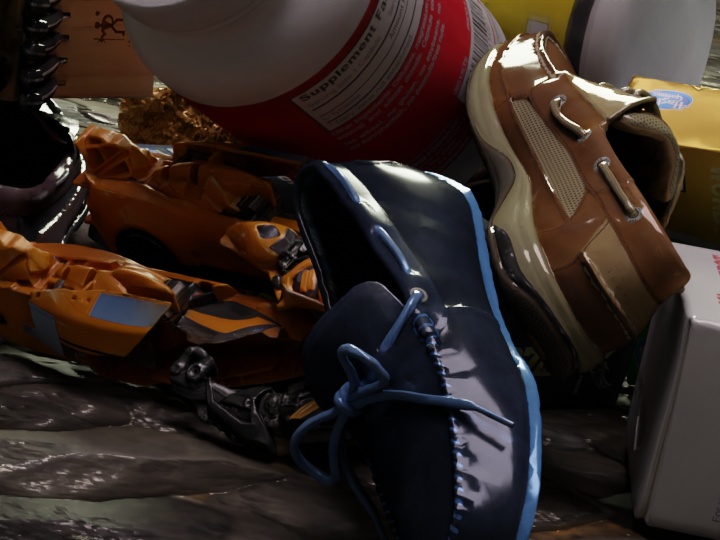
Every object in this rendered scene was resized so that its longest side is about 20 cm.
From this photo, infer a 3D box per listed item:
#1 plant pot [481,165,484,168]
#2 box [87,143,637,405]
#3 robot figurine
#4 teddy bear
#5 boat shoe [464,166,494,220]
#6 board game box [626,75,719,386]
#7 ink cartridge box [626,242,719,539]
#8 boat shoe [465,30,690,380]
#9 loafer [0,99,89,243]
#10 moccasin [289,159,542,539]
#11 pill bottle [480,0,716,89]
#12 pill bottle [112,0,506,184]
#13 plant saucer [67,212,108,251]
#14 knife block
[{"bbox_3d":[0.010,-0.137,1.519,0.200,0.199,0.200,8,12,-2],"label":"plant pot"},{"bbox_3d":[0.000,0.000,1.178,0.158,0.051,0.200,2,20,-40],"label":"box"},{"bbox_3d":[-0.045,0.002,1.036,0.200,0.058,0.145,11,43,31],"label":"robot figurine"},{"bbox_3d":[-0.020,-0.062,1.342,0.200,0.067,0.145,-3,0,-18],"label":"teddy bear"},{"bbox_3d":[0.073,-0.024,1.323,0.059,0.072,0.200,22,6,-14],"label":"boat shoe"},{"bbox_3d":[0.209,0.000,1.136,0.200,0.153,0.040,9,47,19],"label":"board game box"},{"bbox_3d":[0.207,0.060,1.025,0.200,0.088,0.145,10,12,2],"label":"ink cartridge box"},{"bbox_3d":[0.091,-0.034,1.044,0.074,0.076,0.200,-27,32,15],"label":"boat shoe"},{"bbox_3d":[-0.149,-0.046,1.163,0.072,0.063,0.200,8,27,-7],"label":"loafer"},{"bbox_3d":[0.008,0.036,0.898,0.068,0.081,0.200,16,29,-21],"label":"moccasin"},{"bbox_3d":[0.053,-0.124,1.235,0.200,0.112,0.112,17,13,30],"label":"pill bottle"},{"bbox_3d":[-0.025,-0.104,1.089,0.112,0.112,0.200,18,-10,32],"label":"pill bottle"},{"bbox_3d":[-0.168,-0.033,1.278,0.200,0.032,0.200,11,12,-2],"label":"plant saucer"},{"bbox_3d":[-0.182,-0.112,1.158,0.175,0.064,0.200,-1,13,-37],"label":"knife block"}]
